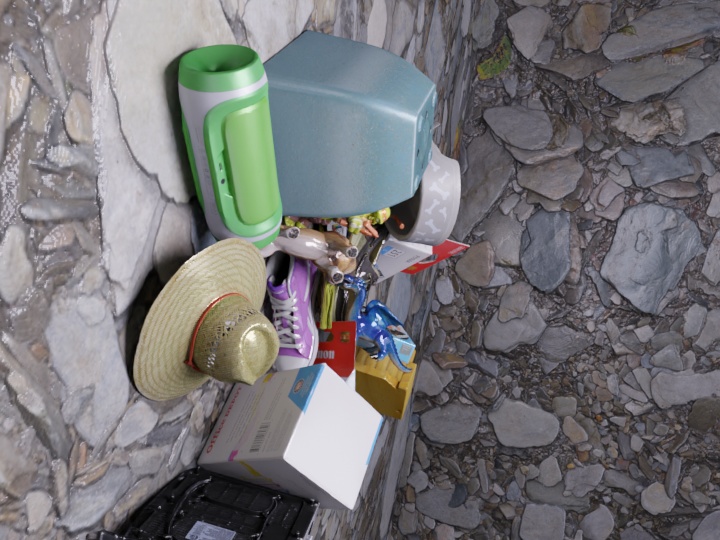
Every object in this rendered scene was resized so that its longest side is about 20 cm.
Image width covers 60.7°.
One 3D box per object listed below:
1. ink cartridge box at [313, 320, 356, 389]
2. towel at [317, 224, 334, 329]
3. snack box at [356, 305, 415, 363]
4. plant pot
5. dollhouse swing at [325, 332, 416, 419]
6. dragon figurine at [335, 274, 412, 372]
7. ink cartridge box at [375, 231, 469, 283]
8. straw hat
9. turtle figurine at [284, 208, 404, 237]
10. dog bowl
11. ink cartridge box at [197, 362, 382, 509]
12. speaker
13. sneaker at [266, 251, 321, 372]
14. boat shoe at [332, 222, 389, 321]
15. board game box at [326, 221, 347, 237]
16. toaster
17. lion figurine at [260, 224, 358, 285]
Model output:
[{"bbox_3d":[-0.079,0.178,0.925,0.057,0.162,0.201,4,83,-47],"label":"ink cartridge box"},{"bbox_3d":[-0.057,0.004,0.981,0.200,0.018,0.086,-103,-161,-60],"label":"towel"},{"bbox_3d":[0.021,0.103,1.098,0.200,0.116,0.037,-127,-122,-78],"label":"snack box"},{"bbox_3d":[-0.008,-0.186,0.820,0.196,0.199,0.197,-62,158,-49],"label":"plant pot"},{"bbox_3d":[0.008,0.141,1.102,0.182,0.199,0.176,92,18,-55],"label":"dollhouse swing"},{"bbox_3d":[0.028,0.083,0.961,0.100,0.200,0.059,-56,-167,0],"label":"dragon figurine"},{"bbox_3d":[0.079,-0.021,1.176,0.200,0.176,0.045,-31,-131,57],"label":"ink cartridge box"},{"bbox_3d":[-0.132,0.074,0.635,0.201,0.085,0.201,-47,156,-29],"label":"straw hat"},{"bbox_3d":[-0.026,-0.083,0.899,0.200,0.161,0.065,-40,127,-74],"label":"turtle figurine"},{"bbox_3d":[0.085,-0.136,0.976,0.200,0.058,0.201,174,-90,-71],"label":"dog bowl"},{"bbox_3d":[-0.098,0.217,0.790,0.125,0.200,0.129,46,48,-27],"label":"ink cartridge box"},{"bbox_3d":[-0.129,-0.118,0.628,0.089,0.088,0.200,-64,160,-47],"label":"speaker"},{"bbox_3d":[-0.111,0.059,0.888,0.114,0.072,0.201,21,70,-73],"label":"sneaker"},{"bbox_3d":[0.000,0.000,1.014,0.073,0.065,0.201,64,40,-70],"label":"boat shoe"},{"bbox_3d":[-0.040,-0.037,1.094,0.126,0.034,0.201,-84,178,-61],"label":"board game box"},{"bbox_3d":[-0.158,0.311,0.661,0.181,0.199,0.119,-41,144,-80],"label":"toaster"},{"bbox_3d":[-0.081,-0.033,0.803,0.073,0.200,0.122,-64,-151,5],"label":"lion figurine"}]
